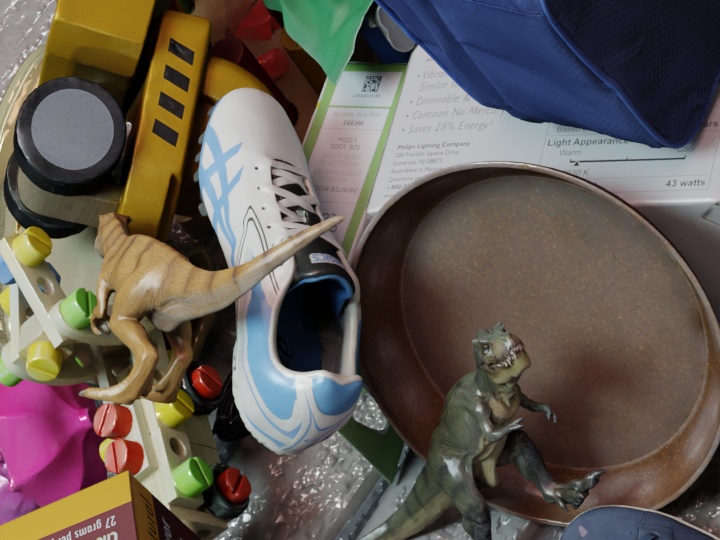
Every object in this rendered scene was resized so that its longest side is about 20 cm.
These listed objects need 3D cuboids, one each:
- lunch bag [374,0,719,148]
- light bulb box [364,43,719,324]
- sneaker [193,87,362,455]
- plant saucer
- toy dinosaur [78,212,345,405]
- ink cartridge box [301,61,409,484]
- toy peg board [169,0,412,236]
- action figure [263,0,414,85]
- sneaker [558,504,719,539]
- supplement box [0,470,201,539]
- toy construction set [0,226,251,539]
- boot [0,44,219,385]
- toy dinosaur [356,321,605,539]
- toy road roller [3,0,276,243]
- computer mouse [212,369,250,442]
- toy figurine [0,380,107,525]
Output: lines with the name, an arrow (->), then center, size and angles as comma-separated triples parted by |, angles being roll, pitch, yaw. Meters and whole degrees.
lunch bag -> 0.080, -0.154, 1.107 | 0.132, 0.200, 0.137 | 13, 71, 38
light bulb box -> 0.133, -0.084, 1.244 | 0.197, 0.125, 0.201 | 0, 58, 30
sneaker -> -0.033, -0.008, 1.179 | 0.072, 0.072, 0.201 | -37, 52, 37
plant saucer -> 0.089, 0.032, 1.169 | 0.199, 0.202, 0.034 | 1, 28, 30
toy dinosaur -> -0.093, 0.012, 1.140 | 0.200, 0.060, 0.107 | 14, 95, 55
ink cartridge box -> 0.000, 0.000, 1.278 | 0.059, 0.104, 0.201 | 3, 61, 31
toy peg board -> -0.057, -0.159, 1.422 | 0.198, 0.098, 0.201 | -27, 50, 11
action figure -> -0.020, -0.173, 1.318 | 0.118, 0.055, 0.200 | -55, 34, 1
sneaker -> 0.157, 0.156, 1.094 | 0.200, 0.085, 0.075 | 32, 81, 40
supplement box -> -0.104, 0.240, 1.111 | 0.132, 0.200, 0.198 | -23, 51, 13
toy construction set -> -0.129, 0.084, 1.226 | 0.092, 0.131, 0.201 | -21, 63, 37
boot -> -0.146, -0.027, 1.376 | 0.155, 0.073, 0.202 | 6, 80, 36
toy dinosaur -> 0.062, 0.103, 1.181 | 0.088, 0.200, 0.047 | 38, 42, 10
toy road roller -> -0.105, -0.100, 1.291 | 0.145, 0.123, 0.201 | 13, 74, -9
computer mouse -> -0.096, 0.118, 1.306 | 0.200, 0.034, 0.058 | -51, 33, -16
toy figurine -> -0.226, 0.100, 1.329 | 0.183, 0.201, 0.150 | 20, 32, 18
